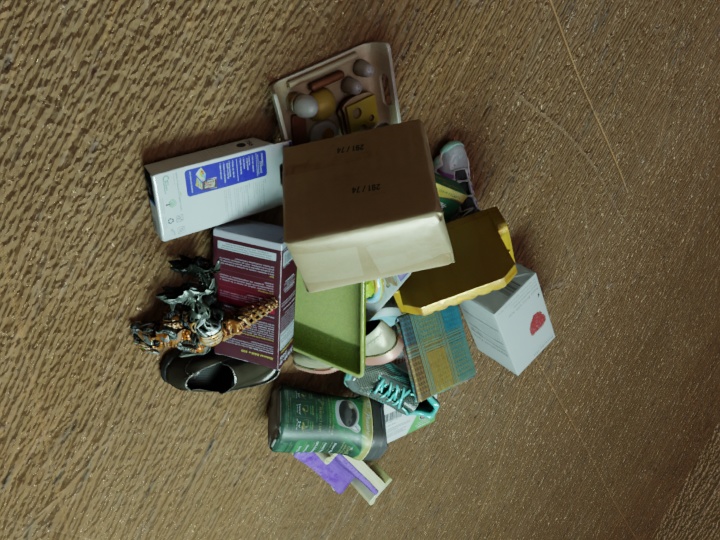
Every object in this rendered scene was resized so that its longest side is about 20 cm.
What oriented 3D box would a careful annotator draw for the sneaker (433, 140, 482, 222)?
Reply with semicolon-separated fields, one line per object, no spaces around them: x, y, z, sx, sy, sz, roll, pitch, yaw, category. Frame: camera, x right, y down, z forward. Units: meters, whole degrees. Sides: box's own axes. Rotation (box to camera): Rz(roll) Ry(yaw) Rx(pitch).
0.184;-0.108;1.188;0.077;0.140;0.202;-19;125;-30;sneaker

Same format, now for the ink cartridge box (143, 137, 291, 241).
-0.185;-0.115;0.951;0.198;0.039;0.100;-19;129;-28;ink cartridge box

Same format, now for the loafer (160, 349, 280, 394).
-0.200;0.159;1.071;0.198;0.071;0.074;-2;115;-38;loafer

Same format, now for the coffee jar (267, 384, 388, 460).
-0.051;0.256;1.178;0.198;0.105;0.086;11;138;-18;coffee jar

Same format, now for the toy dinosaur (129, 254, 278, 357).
-0.218;0.057;0.971;0.198;0.102;0.137;-21;123;-15;toy dinosaur

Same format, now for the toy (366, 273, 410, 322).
0.000;0.000;1.049;0.047;0.116;0.200;-18;162;-30;toy

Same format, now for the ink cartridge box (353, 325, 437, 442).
0.067;0.202;1.301;0.144;0.084;0.202;-17;122;-31;ink cartridge box

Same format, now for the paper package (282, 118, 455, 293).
0.006;-0.086;0.918;0.198;0.192;0.104;-12;140;8;paper package

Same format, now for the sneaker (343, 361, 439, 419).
0.060;0.197;1.175;0.199;0.091;0.078;22;99;-40;sneaker

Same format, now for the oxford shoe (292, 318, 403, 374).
-0.032;0.112;1.127;0.074;0.198;0.071;59;30;-31;oxford shoe

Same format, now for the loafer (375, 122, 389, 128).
0.053;-0.117;1.046;0.075;0.069;0.202;-30;119;-59;loafer

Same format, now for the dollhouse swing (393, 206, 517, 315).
0.150;0.024;1.091;0.198;0.177;0.182;-20;139;5;dollhouse swing

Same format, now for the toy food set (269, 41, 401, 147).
-0.029;-0.223;1.010;0.199;0.060;0.145;-30;128;-23;toy food set

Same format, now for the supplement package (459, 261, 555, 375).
0.286;0.084;1.390;0.121;0.119;0.201;-42;133;-14;supplement package

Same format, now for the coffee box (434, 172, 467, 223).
0.071;-0.071;1.146;0.122;0.044;0.201;15;121;-42;coffee box

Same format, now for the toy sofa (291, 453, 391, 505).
-0.033;0.363;1.310;0.098;0.083;0.200;-46;133;-11;toy sofa

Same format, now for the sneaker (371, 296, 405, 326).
0.031;0.076;1.225;0.198;0.074;0.082;-3;132;-34;sneaker

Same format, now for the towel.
0.131;0.134;1.216;0.199;0.022;0.148;-10;85;-54;towel

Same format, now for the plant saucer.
-0.064;0.035;1.044;0.048;0.198;0.202;-34;134;-47;plant saucer

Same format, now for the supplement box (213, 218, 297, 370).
-0.150;0.033;1.011;0.061;0.108;0.202;-49;149;-60;supplement box
